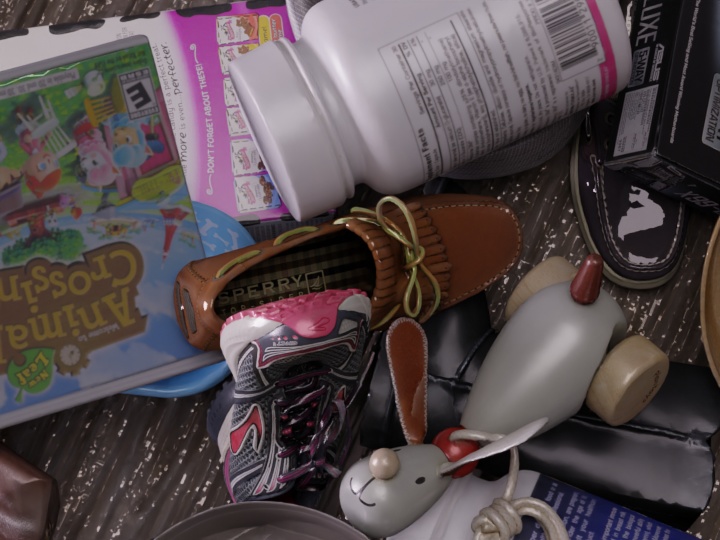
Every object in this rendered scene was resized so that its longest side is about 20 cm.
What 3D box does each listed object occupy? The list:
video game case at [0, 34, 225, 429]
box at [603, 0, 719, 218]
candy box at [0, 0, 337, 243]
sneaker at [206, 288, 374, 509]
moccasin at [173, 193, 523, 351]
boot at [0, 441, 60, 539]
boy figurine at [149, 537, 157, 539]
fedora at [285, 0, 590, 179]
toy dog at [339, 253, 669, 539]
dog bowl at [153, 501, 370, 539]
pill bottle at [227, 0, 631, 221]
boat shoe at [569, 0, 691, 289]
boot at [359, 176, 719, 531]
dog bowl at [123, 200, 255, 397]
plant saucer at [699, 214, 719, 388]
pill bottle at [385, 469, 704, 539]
[{"bbox_3d":[-0.184,-0.013,1.358,0.199,0.022,0.183,-16,97,-17],"label":"video game case"},{"bbox_3d":[0.229,-0.128,1.471,0.157,0.050,0.201,22,71,-30],"label":"box"},{"bbox_3d":[-0.118,-0.078,1.490,0.198,0.061,0.137,-6,75,-2],"label":"candy box"},{"bbox_3d":[-0.031,0.072,1.334,0.080,0.200,0.075,-9,63,-13],"label":"sneaker"},{"bbox_3d":[0.000,-0.002,1.374,0.200,0.078,0.074,-7,93,-24],"label":"moccasin"},{"bbox_3d":[-0.234,0.072,1.395,0.200,0.187,0.064,38,53,13],"label":"boot"},{"bbox_3d":[-0.066,0.241,1.398,0.123,0.064,0.202,-9,75,0],"label":"boy figurine"},{"bbox_3d":[0.049,-0.143,1.493,0.200,0.090,0.177,45,81,3],"label":"fedora"},{"bbox_3d":[0.078,0.059,1.343,0.131,0.097,0.200,21,55,19],"label":"toy dog"},{"bbox_3d":[-0.046,0.224,1.330,0.198,0.059,0.202,-4,76,15],"label":"dog bowl"},{"bbox_3d":[0.036,-0.111,1.384,0.199,0.113,0.114,-24,75,-6],"label":"pill bottle"},{"bbox_3d":[0.161,-0.092,1.492,0.071,0.065,0.202,3,74,1],"label":"boat shoe"},{"bbox_3d":[0.114,0.046,1.452,0.198,0.066,0.166,13,81,6],"label":"boot"},{"bbox_3d":[-0.150,0.016,1.432,0.198,0.050,0.112,7,113,-7],"label":"dog bowl"},{"bbox_3d":[0.267,-0.002,1.438,0.199,0.035,0.202,-8,110,-24],"label":"plant saucer"},{"bbox_3d":[0.111,0.178,1.389,0.199,0.116,0.116,22,75,6],"label":"pill bottle"}]
